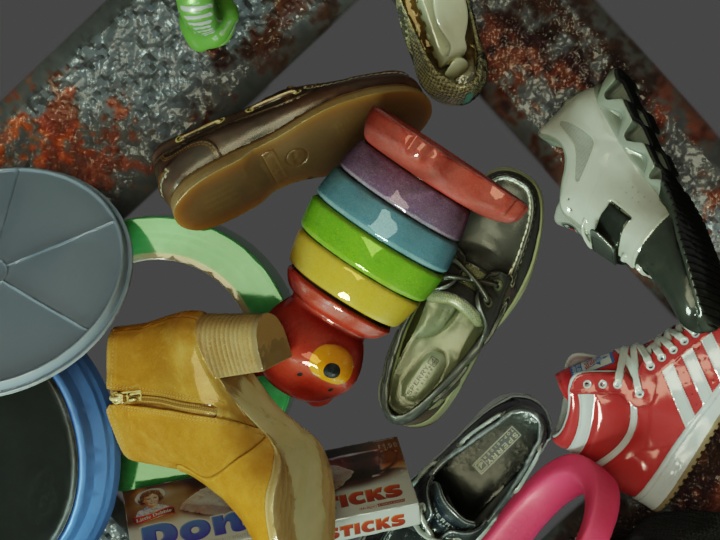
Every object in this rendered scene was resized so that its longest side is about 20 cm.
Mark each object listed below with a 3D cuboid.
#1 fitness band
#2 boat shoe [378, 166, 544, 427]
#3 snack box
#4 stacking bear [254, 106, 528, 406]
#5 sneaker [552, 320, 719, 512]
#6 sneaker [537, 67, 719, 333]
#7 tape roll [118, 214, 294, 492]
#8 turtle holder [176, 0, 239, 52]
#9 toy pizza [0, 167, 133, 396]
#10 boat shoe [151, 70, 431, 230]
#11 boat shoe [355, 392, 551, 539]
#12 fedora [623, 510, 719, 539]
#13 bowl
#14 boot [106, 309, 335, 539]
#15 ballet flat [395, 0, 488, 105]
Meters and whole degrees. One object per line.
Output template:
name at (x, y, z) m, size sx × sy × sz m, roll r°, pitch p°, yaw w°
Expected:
fitness band at (0.105, 0.214, 1.347) m, size 0.037 × 0.144 × 0.200 m, roll 37°, pitch 99°, yaw -10°
boat shoe at (0.072, 0.023, 1.377) m, size 0.072 × 0.066 × 0.201 m, roll 28°, pitch 96°, yaw 3°
snack box at (-0.062, 0.165, 1.361) m, size 0.199 × 0.072 × 0.024 m, roll -11°, pitch 128°, yaw -6°
stacking bear at (0.000, 0.000, 1.331) m, size 0.121 × 0.114 × 0.200 m, roll 29°, pitch 96°, yaw -33°
sneaker at (0.210, 0.058, 1.365) m, size 0.112 × 0.071 × 0.200 m, roll 29°, pitch 98°, yaw -1°
sneaker at (0.184, -0.034, 1.349) m, size 0.088 × 0.074 × 0.201 m, roll -30°, pitch 63°, yaw 20°
tape roll at (-0.142, 0.060, 1.408) m, size 0.200 × 0.048 × 0.201 m, roll 0°, pitch 94°, yaw 5°
turtle holder at (-0.107, -0.261, 1.343) m, size 0.141 × 0.132 × 0.186 m, roll -34°, pitch 92°, yaw 5°
toy pizza at (-0.253, 0.011, 1.355) m, size 0.199 × 0.032 × 0.201 m, roll -5°, pitch 52°, yaw 6°
boat shoe at (-0.051, -0.099, 1.379) m, size 0.199 × 0.071 × 0.070 m, roll -21°, pitch 48°, yaw -7°
boat shoe at (0.061, 0.170, 1.386) m, size 0.072 × 0.068 × 0.200 m, roll 44°, pitch 96°, yaw 1°
fedora at (0.242, 0.227, 1.351) m, size 0.200 × 0.201 × 0.092 m, roll 35°, pitch 60°, yaw 2°
bowl at (-0.262, 0.126, 1.389) m, size 0.200 × 0.039 × 0.201 m, roll 4°, pitch 97°, yaw 29°
boot at (-0.099, 0.126, 1.322) m, size 0.144 × 0.071 × 0.202 m, roll -10°, pitch 92°, yaw 36°
ballet flat at (0.045, -0.213, 1.359) m, size 0.068 × 0.075 × 0.201 m, roll -20°, pitch 91°, yaw -8°
